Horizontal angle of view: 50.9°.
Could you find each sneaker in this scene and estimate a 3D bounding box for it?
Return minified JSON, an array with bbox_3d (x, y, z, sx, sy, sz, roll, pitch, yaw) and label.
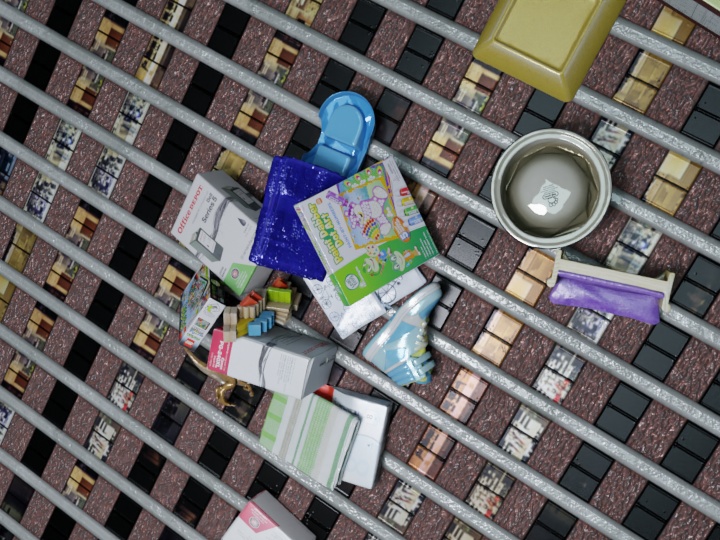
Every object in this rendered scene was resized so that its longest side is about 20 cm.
[{"bbox_3d":[0.109,0.126,1.370,0.131,0.079,0.200,45,114,12],"label":"sneaker"}]

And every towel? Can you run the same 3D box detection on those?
[{"bbox_3d":[-0.107,-0.093,1.343,0.146,0.050,0.202,15,84,-10],"label":"towel"},{"bbox_3d":[-0.099,0.307,1.447,0.199,0.031,0.150,24,99,32],"label":"towel"}]

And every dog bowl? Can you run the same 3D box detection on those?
[{"bbox_3d":[0.324,-0.136,1.287,0.198,0.074,0.202,0,90,17],"label":"dog bowl"},{"bbox_3d":[-0.037,-0.230,1.411,0.111,0.050,0.202,24,99,14],"label":"dog bowl"}]

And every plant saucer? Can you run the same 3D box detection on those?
[{"bbox_3d":[0.318,-0.422,1.292,0.199,0.048,0.201,30,101,14],"label":"plant saucer"}]

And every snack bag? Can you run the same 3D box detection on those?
[{"bbox_3d":[0.000,0.000,1.394,0.199,0.021,0.190,-31,97,8],"label":"snack bag"}]

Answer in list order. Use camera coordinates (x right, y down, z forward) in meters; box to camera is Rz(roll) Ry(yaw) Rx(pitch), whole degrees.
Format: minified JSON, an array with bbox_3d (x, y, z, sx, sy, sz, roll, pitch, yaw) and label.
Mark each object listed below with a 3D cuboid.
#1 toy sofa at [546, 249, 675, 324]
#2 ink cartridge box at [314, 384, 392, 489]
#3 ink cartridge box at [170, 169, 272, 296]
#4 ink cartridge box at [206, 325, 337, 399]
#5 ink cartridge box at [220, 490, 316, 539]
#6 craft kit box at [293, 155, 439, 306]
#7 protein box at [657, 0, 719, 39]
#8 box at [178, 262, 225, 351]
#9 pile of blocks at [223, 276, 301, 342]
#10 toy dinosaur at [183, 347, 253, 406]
[{"bbox_3d":[0.415,0.029,1.266,0.198,0.083,0.099,13,96,16],"label":"toy sofa"},{"bbox_3d":[-0.050,0.307,1.442,0.198,0.047,0.162,12,96,15],"label":"ink cartridge box"},{"bbox_3d":[-0.248,-0.074,1.445,0.200,0.084,0.146,39,117,16],"label":"ink cartridge box"},{"bbox_3d":[-0.163,0.162,1.418,0.198,0.145,0.084,16,99,16],"label":"ink cartridge box"},{"bbox_3d":[-0.204,0.561,1.484,0.145,0.085,0.201,39,101,12],"label":"ink cartridge box"},{"bbox_3d":[0.013,-0.071,1.338,0.196,0.048,0.201,-29,97,-13],"label":"craft kit box"},{"bbox_3d":[0.591,-0.475,1.159,0.199,0.135,0.199,37,103,12],"label":"protein box"},{"bbox_3d":[-0.302,0.058,1.438,0.035,0.200,0.110,31,104,-23],"label":"box"},{"bbox_3d":[-0.176,0.065,1.390,0.082,0.200,0.063,20,125,26],"label":"pile of blocks"},{"bbox_3d":[-0.269,0.212,1.509,0.198,0.060,0.107,10,83,6],"label":"toy dinosaur"}]
